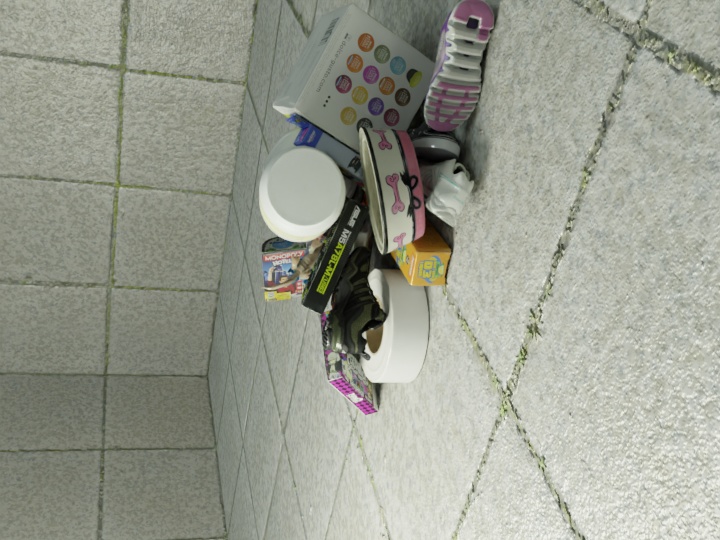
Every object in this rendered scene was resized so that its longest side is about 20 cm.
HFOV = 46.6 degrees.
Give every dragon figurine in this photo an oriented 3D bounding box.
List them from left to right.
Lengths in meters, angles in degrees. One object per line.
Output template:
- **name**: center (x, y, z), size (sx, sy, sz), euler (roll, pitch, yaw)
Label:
- **dragon figurine**: center (-0.108, -0.005, 1.664), size (0.059, 0.200, 0.100), euler (42, 162, 8)

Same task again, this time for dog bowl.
- **dog bowl**: center (0.051, -0.131, 1.322), size (0.200, 0.072, 0.205), euler (170, 90, -86)

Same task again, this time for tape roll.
- **tape roll**: center (0.055, 0.100, 1.505), size (0.202, 0.069, 0.207), euler (-178, 90, -72)

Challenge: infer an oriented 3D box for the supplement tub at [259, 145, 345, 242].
- **supplement tub**: center (-0.100, -0.127, 1.408), size (0.200, 0.142, 0.149), euler (166, 107, -83)

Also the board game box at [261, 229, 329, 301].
- **board game box**: center (-0.115, -0.033, 1.793), size (0.062, 0.195, 0.202), euler (-105, 12, -45)

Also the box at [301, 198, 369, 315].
- **box**: center (-0.047, -0.028, 1.461), size (0.200, 0.047, 0.197), euler (-151, 82, -85)

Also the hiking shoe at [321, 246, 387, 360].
- **hiking shoe**: center (-0.001, 0.057, 1.439), size (0.076, 0.099, 0.203), euler (123, 164, -63)

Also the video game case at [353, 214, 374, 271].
- **video game case**: center (0.000, 0.000, 1.595), size (0.182, 0.022, 0.204), euler (-65, -15, -71)

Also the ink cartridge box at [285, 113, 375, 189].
- **ink cartridge box**: center (-0.047, -0.203, 1.461), size (0.042, 0.198, 0.119), euler (-57, 14, -1)

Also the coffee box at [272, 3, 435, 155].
- **coffee box**: center (-0.012, -0.323, 1.486), size (0.202, 0.196, 0.200), euler (-60, 20, 1)

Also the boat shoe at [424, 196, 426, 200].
- **boat shoe**: center (0.069, -0.165, 1.496), size (0.200, 0.071, 0.074), euler (-143, 59, -69)

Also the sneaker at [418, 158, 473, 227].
- **sneaker**: center (0.135, -0.138, 1.316), size (0.081, 0.070, 0.201), euler (-54, 22, 14)

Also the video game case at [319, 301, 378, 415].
- **video game case**: center (-0.023, 0.162, 1.622), size (0.200, 0.035, 0.184), euler (52, -155, -55)

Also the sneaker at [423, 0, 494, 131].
- **sneaker**: center (0.146, -0.317, 1.283), size (0.089, 0.079, 0.204), euler (-111, 33, -65)

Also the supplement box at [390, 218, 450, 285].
- **supplement box**: center (0.089, -0.050, 1.426), size (0.201, 0.067, 0.068), euler (-122, 36, -57)

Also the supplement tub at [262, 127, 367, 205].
- **supplement tub**: center (-0.081, -0.168, 1.602), size (0.122, 0.199, 0.124), euler (-34, 34, 27)

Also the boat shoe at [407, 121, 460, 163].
- **boat shoe**: center (0.117, -0.217, 1.377), size (0.200, 0.069, 0.068), euler (-164, 93, -76)
